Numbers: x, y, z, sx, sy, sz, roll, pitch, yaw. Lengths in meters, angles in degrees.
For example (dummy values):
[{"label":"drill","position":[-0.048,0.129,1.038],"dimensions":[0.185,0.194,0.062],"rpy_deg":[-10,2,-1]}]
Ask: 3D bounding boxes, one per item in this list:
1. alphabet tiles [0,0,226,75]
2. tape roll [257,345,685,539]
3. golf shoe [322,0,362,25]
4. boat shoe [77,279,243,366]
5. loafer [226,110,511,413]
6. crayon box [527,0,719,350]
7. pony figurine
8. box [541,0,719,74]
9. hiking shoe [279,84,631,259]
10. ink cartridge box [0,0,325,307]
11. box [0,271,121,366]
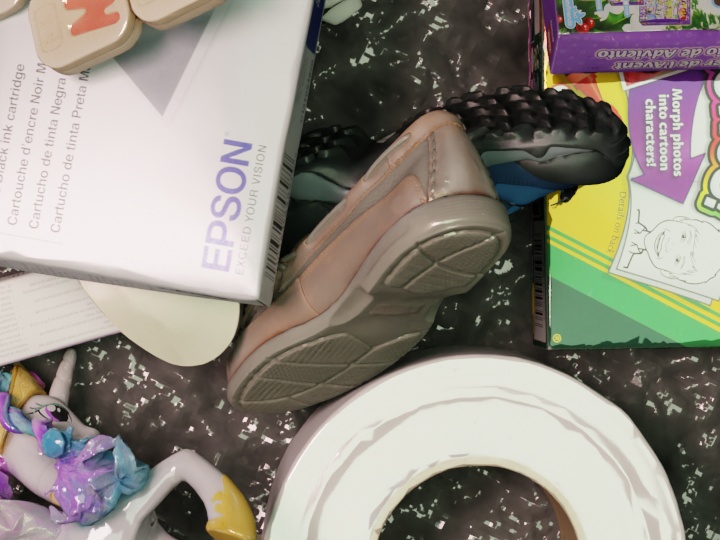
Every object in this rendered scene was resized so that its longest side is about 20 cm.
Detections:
[{"label":"alphabet tiles","position":[-0.117,-0.191,1.121],"dimensions":[0.195,0.015,0.201],"rpy_deg":[-22,71,22]},{"label":"tape roll","position":[0.051,0.137,1.231],"dimensions":[0.202,0.071,0.203],"rpy_deg":[0,93,-4]},{"label":"golf shoe","position":[-0.036,-0.158,1.216],"dimensions":[0.092,0.073,0.201],"rpy_deg":[21,100,-8]},{"label":"boat shoe","position":[-0.119,-0.041,1.197],"dimensions":[0.071,0.063,0.200],"rpy_deg":[-37,82,-1]},{"label":"loafer","position":[0.000,0.000,1.158],"dimensions":[0.072,0.200,0.063],"rpy_deg":[5,61,-32]},{"label":"crayon box","position":[0.169,-0.064,1.236],"dimensions":[0.172,0.058,0.201],"rpy_deg":[-1,91,-3]},{"label":"pony figurine","position":[-0.139,0.143,1.175],"dimensions":[0.200,0.167,0.193],"rpy_deg":[31,72,30]},{"label":"box","position":[0.147,-0.186,1.197],"dimensions":[0.136,0.039,0.201],"rpy_deg":[-2,64,-3]},{"label":"hiking shoe","position":[0.039,-0.030,1.205],"dimensions":[0.199,0.074,0.087],"rpy_deg":[-9,109,29]},{"label":"ink cartridge box","position":[-0.120,-0.097,1.150],"dimensions":[0.199,0.041,0.200],"rpy_deg":[9,84,8]},{"label":"box","position":[-0.211,0.036,1.224],"dimensions":[0.199,0.039,0.042],"rpy_deg":[-17,95,-3]}]
